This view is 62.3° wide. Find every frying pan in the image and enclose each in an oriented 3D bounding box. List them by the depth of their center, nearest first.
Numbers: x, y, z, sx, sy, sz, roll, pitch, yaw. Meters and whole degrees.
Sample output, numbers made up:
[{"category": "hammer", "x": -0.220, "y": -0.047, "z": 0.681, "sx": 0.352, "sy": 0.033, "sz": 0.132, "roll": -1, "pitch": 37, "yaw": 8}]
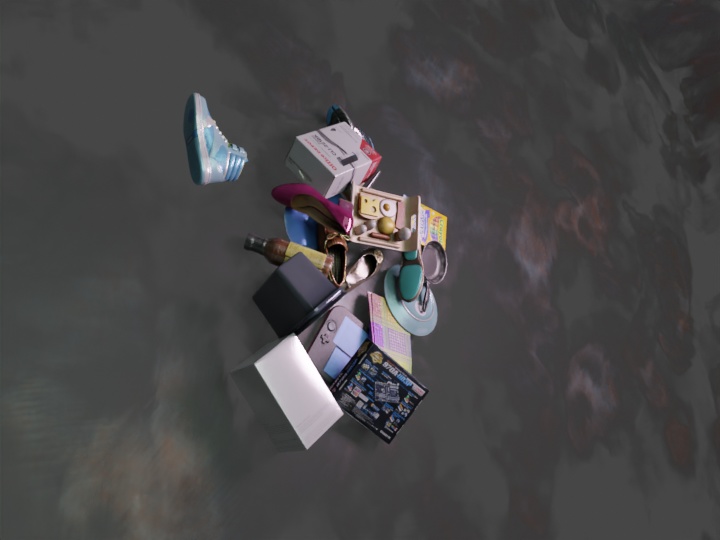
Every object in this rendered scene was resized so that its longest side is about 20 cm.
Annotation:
[{"category": "frying pan", "x": 0.193, "y": 0.016, "z": 1.597, "sx": 0.114, "sy": 0.031, "sz": 0.194, "roll": 5, "pitch": 85, "yaw": -47}]

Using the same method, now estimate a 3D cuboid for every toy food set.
[{"category": "toy food set", "x": 0.060, "y": -0.134, "z": 1.472, "sx": 0.197, "sy": 0.060, "sz": 0.146, "roll": 10, "pitch": 76, "yaw": -29}]

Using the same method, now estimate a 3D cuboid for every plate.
[{"category": "plate", "x": 0.140, "y": 0.072, "z": 1.564, "sx": 0.199, "sy": 0.025, "sz": 0.203, "roll": 26, "pitch": 49, "yaw": -34}]

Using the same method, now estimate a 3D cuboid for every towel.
[{"category": "towel", "x": 0.071, "y": 0.154, "z": 1.474, "sx": 0.142, "sy": 0.023, "sz": 0.203, "roll": 24, "pitch": 49, "yaw": -37}]

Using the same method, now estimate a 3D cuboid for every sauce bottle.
[{"category": "sauce bottle", "x": -0.159, "y": -0.034, "z": 1.324, "sx": 0.197, "sy": 0.066, "sz": 0.067, "roll": 23, "pitch": 59, "yaw": -3}]

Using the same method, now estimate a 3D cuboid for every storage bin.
[{"category": "storage bin", "x": -0.134, "y": 0.054, "z": 1.274, "sx": 0.135, "sy": 0.200, "sz": 0.145, "roll": 51, "pitch": 51, "yaw": 0}]

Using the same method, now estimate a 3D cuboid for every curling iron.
[{"category": "curling iron", "x": 0.001, "y": -0.177, "z": 1.497, "sx": 0.049, "sy": 0.025, "sz": 0.202, "roll": 37, "pitch": 64, "yaw": -19}]

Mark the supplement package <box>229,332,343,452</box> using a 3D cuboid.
[{"category": "supplement package", "x": -0.152, "y": 0.253, "z": 1.228, "sx": 0.119, "sy": 0.121, "sz": 0.202, "roll": -36, "pitch": 98, "yaw": -40}]

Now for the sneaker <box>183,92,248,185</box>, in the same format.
[{"category": "sneaker", "x": -0.317, "y": -0.287, "z": 1.321, "sx": 0.129, "sy": 0.079, "sz": 0.204, "roll": -5, "pitch": 87, "yaw": -37}]

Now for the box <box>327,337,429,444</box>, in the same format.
[{"category": "box", "x": 0.041, "y": 0.278, "z": 1.367, "sx": 0.200, "sy": 0.046, "sz": 0.160, "roll": 41, "pitch": 84, "yaw": -23}]

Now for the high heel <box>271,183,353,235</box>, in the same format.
[{"category": "high heel", "x": -0.110, "y": -0.138, "z": 1.342, "sx": 0.196, "sy": 0.068, "sz": 0.097, "roll": 10, "pitch": 43, "yaw": -2}]

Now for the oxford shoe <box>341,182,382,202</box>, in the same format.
[{"category": "oxford shoe", "x": 0.024, "y": -0.198, "z": 1.558, "sx": 0.199, "sy": 0.073, "sz": 0.072, "roll": 36, "pitch": 58, "yaw": -21}]

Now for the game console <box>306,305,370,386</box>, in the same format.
[{"category": "game console", "x": -0.028, "y": 0.201, "z": 1.404, "sx": 0.200, "sy": 0.031, "sz": 0.178, "roll": 41, "pitch": 53, "yaw": -19}]

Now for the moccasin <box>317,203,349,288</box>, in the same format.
[{"category": "moccasin", "x": -0.062, "y": -0.058, "z": 1.397, "sx": 0.073, "sy": 0.077, "sz": 0.205, "roll": 13, "pitch": 73, "yaw": -31}]

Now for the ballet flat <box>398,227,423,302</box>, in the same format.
[{"category": "ballet flat", "x": 0.135, "y": -0.009, "z": 1.535, "sx": 0.067, "sy": 0.067, "sz": 0.203, "roll": 50, "pitch": 42, "yaw": -65}]

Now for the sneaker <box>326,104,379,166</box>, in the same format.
[{"category": "sneaker", "x": -0.020, "y": -0.352, "z": 1.593, "sx": 0.202, "sy": 0.073, "sz": 0.082, "roll": 58, "pitch": 33, "yaw": -14}]

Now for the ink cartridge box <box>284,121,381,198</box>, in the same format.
[{"category": "ink cartridge box", "x": -0.066, "y": -0.272, "z": 1.466, "sx": 0.144, "sy": 0.084, "sz": 0.199, "roll": 45, "pitch": 42, "yaw": 12}]

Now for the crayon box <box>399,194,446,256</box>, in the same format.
[{"category": "crayon box", "x": 0.174, "y": -0.111, "z": 1.661, "sx": 0.198, "sy": 0.051, "sz": 0.128, "roll": 23, "pitch": 62, "yaw": -31}]

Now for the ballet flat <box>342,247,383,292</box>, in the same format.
[{"category": "ballet flat", "x": 0.000, "y": 0.000, "z": 1.487, "sx": 0.199, "sy": 0.046, "sz": 0.068, "roll": -35, "pitch": 98, "yaw": -40}]

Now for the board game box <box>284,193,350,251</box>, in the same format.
[{"category": "board game box", "x": -0.105, "y": -0.110, "z": 1.451, "sx": 0.199, "sy": 0.039, "sz": 0.159, "roll": -39, "pitch": 105, "yaw": -35}]
